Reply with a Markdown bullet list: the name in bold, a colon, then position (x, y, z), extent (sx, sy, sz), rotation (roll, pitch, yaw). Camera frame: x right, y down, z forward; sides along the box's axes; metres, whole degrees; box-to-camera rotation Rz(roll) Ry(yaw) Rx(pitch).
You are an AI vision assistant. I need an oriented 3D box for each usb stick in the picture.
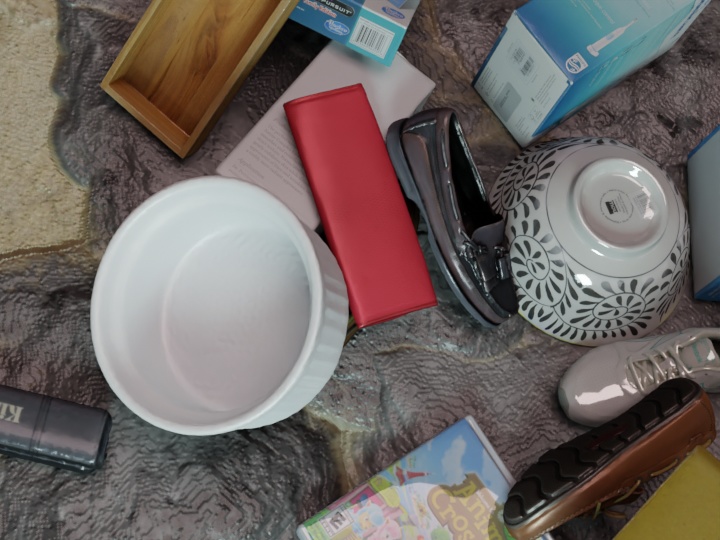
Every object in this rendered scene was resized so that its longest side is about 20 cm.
- **usb stick**: position (-0.297, 0.116, 1.244), extent (0.198, 0.033, 0.056), rotation (15, 70, -6)

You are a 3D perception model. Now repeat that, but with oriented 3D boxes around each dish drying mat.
- **dish drying mat**: position (-0.001, -0.055, 1.300), extent (0.076, 0.018, 0.202), rotation (-15, 80, -22)

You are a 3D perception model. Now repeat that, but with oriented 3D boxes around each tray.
- **tray**: position (-0.129, -0.203, 1.316), extent (0.098, 0.200, 0.037), rotation (40, 28, 4)

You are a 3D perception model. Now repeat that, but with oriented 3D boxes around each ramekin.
- **ramekin**: position (-0.105, 0.033, 1.239), extent (0.199, 0.098, 0.202), rotation (-3, 80, 20)

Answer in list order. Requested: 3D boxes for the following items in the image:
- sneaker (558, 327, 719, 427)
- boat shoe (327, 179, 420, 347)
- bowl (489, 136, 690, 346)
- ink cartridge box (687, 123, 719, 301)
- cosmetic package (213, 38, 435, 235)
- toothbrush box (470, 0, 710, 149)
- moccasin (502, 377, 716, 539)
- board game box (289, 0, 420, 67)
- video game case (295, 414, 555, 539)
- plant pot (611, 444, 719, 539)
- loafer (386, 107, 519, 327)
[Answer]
- **sneaker**: position (0.266, 0.081, 1.350), extent (0.199, 0.080, 0.071), rotation (-14, 76, -15)
- **boat shoe**: position (0.000, 0.000, 1.327), extent (0.072, 0.068, 0.201), rotation (28, 68, -1)
- **bowl**: position (0.215, -0.042, 1.373), extent (0.199, 0.094, 0.203), rotation (4, 71, -10)
- **ink cartridge box**: position (0.414, -0.054, 1.387), extent (0.198, 0.147, 0.147), rotation (6, 69, -13)
- **cosmetic package**: position (-0.034, -0.111, 1.358), extent (0.101, 0.074, 0.200), rotation (39, 66, 3)
- **toothbrush box**: position (0.215, -0.217, 1.406), extent (0.199, 0.147, 0.086), rotation (-33, 81, -19)
- **moccasin**: position (0.208, 0.168, 1.290), extent (0.201, 0.074, 0.078), rotation (-32, 113, -17)
- **board game box**: position (-0.009, -0.282, 1.390), extent (0.150, 0.047, 0.201), rotation (26, 42, -2)
- **video game case**: position (0.074, 0.248, 1.281), extent (0.181, 0.022, 0.201), rotation (-30, 79, -20)
- **plant pot**: position (0.278, 0.296, 1.175), extent (0.199, 0.196, 0.194), rotation (33, 65, 32)
- **loafer**: position (0.091, -0.045, 1.327), extent (0.201, 0.063, 0.072), rotation (62, 32, -12)
